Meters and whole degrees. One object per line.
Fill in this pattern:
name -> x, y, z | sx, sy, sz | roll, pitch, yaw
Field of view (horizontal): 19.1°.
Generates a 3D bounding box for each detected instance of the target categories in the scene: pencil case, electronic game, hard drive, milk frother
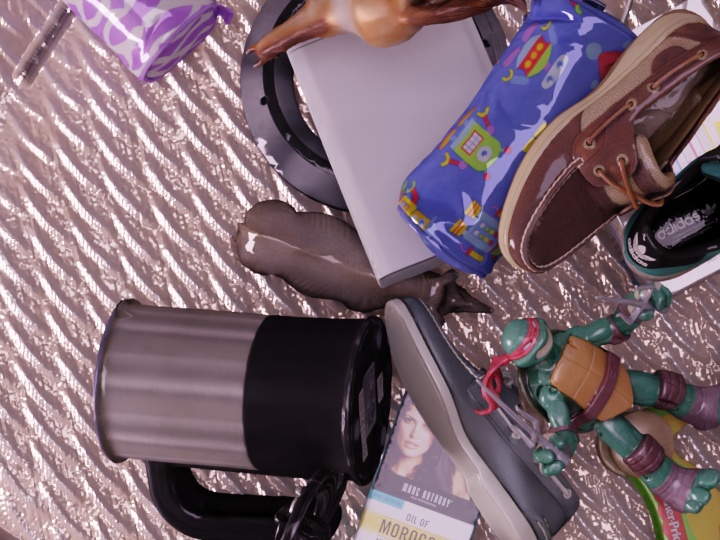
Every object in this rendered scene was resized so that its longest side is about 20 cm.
pencil case -> -0.191, -0.230, 1.554 | 0.085, 0.084, 0.200 | -41, 87, -24
pencil case -> 0.102, -0.096, 1.411 | 0.087, 0.078, 0.201 | 37, 97, 21
electronic game -> 0.011, -0.139, 1.555 | 0.198, 0.042, 0.202 | -1, 79, 3
hard drive -> 0.039, -0.103, 1.501 | 0.131, 0.027, 0.201 | -21, 72, -2
milk frother -> -0.091, 0.119, 1.456 | 0.187, 0.200, 0.182 | 3, 97, 15

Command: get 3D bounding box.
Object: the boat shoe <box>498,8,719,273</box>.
boat shoe -> 0.168, -0.074, 1.361 | 0.200, 0.072, 0.072 | -48, 129, 1

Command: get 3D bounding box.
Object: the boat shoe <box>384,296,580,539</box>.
boat shoe -> 0.084, 0.099, 1.481 | 0.062, 0.073, 0.201 | -30, 91, -16

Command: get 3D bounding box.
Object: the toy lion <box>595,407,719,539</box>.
toy lion -> 0.283, 0.178, 1.521 | 0.190, 0.069, 0.201 | -15, 86, -5

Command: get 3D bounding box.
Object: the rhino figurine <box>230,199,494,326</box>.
rhino figurine -> 0.000, 0.000, 1.525 | 0.199, 0.087, 0.060 | 19, 88, 3

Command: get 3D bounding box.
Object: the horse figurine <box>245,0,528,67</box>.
horse figurine -> 0.020, -0.184, 1.445 | 0.132, 0.199, 0.050 | -37, 118, -28

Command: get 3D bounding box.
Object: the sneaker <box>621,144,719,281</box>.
sneaker -> 0.260, -0.059, 1.392 | 0.199, 0.080, 0.072 | -35, 86, 0

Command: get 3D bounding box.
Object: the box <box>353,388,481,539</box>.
box -> 0.040, 0.184, 1.532 | 0.082, 0.049, 0.201 | 19, 88, 3

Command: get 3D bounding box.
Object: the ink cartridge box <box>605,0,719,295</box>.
ink cartridge box -> 0.213, -0.092, 1.502 | 0.125, 0.129, 0.201 | -28, 85, 1

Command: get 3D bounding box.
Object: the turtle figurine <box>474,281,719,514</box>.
turtle figurine -> 0.161, 0.075, 1.429 | 0.199, 0.101, 0.150 | 31, 83, -24
